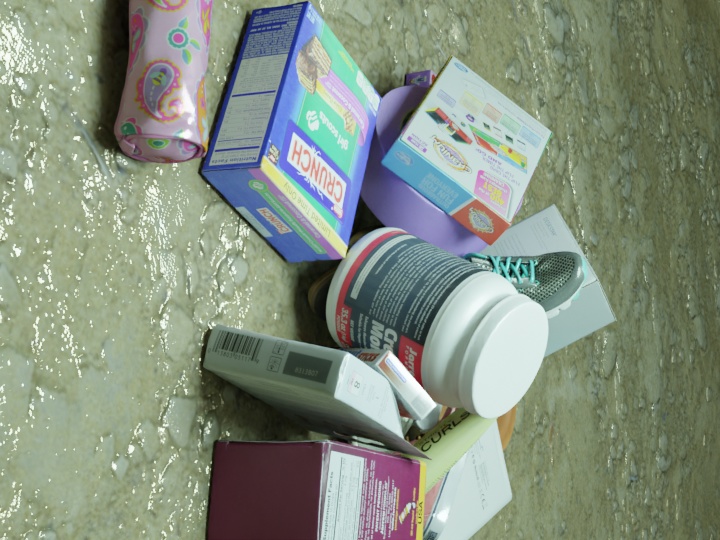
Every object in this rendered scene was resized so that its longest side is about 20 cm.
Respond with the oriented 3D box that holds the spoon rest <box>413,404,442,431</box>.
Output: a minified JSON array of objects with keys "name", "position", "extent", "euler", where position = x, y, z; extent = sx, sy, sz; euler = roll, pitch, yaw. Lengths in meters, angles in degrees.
[{"name":"spoon rest","position":[0.057,0.108,1.459],"extent":[0.201,0.060,0.100],"euler":[56,42,-40]}]

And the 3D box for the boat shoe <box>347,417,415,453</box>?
[{"name":"boat shoe","position":[0.055,0.127,1.383],"extent":[0.073,0.062,0.200],"euler":[42,76,-5]}]

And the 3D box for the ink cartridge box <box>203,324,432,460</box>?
[{"name":"ink cartridge box","position":[-0.033,0.118,1.203],"extent":[0.200,0.161,0.058],"euler":[33,70,-53]}]

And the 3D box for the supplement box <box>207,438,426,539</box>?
[{"name":"supplement box","position":[-0.036,0.225,1.215],"extent":[0.199,0.129,0.105],"euler":[24,67,-55]}]

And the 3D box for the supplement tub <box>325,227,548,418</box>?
[{"name":"supplement tub","position":[0.075,0.052,1.273],"extent":[0.140,0.199,0.142],"euler":[-28,131,-38]}]

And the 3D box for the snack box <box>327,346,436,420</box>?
[{"name":"snack box","position":[0.011,0.111,1.254],"extent":[0.024,0.200,0.072],"euler":[-44,101,-15]}]

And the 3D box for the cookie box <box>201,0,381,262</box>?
[{"name":"cookie box","position":[-0.063,-0.137,1.270],"extent":[0.171,0.074,0.202],"euler":[47,48,-48]}]

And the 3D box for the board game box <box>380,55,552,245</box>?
[{"name":"board game box","position":[0.123,-0.138,1.397],"extent":[0.152,0.040,0.201],"euler":[37,41,-4]}]

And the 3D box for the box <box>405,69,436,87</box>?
[{"name":"box","position":[0.096,-0.131,1.577],"extent":[0.136,0.039,0.203],"euler":[30,61,-54]}]

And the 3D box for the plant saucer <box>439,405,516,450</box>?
[{"name":"plant saucer","position":[0.159,0.164,1.650],"extent":[0.199,0.037,0.203],"euler":[13,75,-58]}]

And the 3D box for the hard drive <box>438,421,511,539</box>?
[{"name":"hard drive","position":[0.112,0.268,1.527],"extent":[0.199,0.026,0.134],"euler":[-29,112,-45]}]

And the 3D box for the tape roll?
[{"name":"tape roll","position":[0.087,-0.114,1.430],"extent":[0.198,0.066,0.202],"euler":[20,46,-22]}]

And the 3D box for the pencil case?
[{"name":"pencil case","position":[-0.169,-0.197,1.093],"extent":[0.087,0.086,0.203],"euler":[17,71,-58]}]

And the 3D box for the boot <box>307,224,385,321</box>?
[{"name":"boot","position":[0.000,0.000,1.381],"extent":[0.199,0.075,0.074],"euler":[-24,136,-46]}]

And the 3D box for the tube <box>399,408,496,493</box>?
[{"name":"tube","position":[0.086,0.184,1.317],"extent":[0.052,0.200,0.058],"euler":[39,10,-48]}]

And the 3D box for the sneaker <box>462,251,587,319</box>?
[{"name":"sneaker","position":[0.152,0.015,1.394],"extent":[0.091,0.198,0.078],"euler":[52,27,-50]}]

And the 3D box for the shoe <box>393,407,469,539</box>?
[{"name":"shoe","position":[0.070,0.208,1.424],"extent":[0.072,0.090,0.201],"euler":[-61,-176,48]}]

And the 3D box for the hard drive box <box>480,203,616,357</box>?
[{"name":"hard drive box","position":[0.179,0.034,1.493],"extent":[0.077,0.198,0.157],"euler":[57,9,-39]}]
